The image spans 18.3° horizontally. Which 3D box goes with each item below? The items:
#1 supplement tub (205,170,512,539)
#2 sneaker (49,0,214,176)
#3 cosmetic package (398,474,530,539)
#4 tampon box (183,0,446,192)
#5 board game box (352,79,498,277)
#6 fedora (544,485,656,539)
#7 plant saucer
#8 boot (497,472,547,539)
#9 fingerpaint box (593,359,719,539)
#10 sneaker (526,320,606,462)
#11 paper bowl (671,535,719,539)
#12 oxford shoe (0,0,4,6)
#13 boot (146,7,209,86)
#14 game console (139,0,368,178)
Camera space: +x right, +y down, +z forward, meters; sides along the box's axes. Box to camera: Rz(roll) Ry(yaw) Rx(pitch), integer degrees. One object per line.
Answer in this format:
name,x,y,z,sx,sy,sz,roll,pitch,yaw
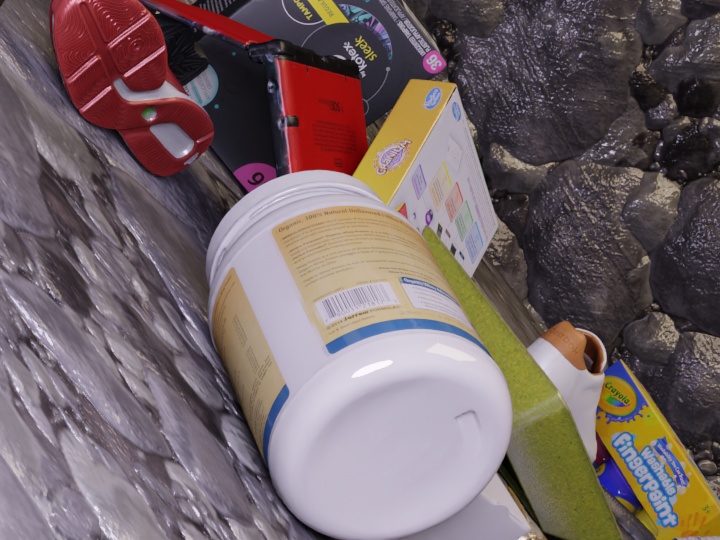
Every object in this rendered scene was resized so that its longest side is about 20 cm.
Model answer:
supplement tub,-0.007,0.046,1.313,0.145,0.145,0.200,48,10,-40
sneaker,-0.178,-0.151,1.504,0.116,0.078,0.200,48,-9,33
cosmetic package,0.015,0.101,1.443,0.200,0.085,0.108,59,9,34
tampon box,-0.055,-0.184,1.875,0.150,0.200,0.126,50,8,-20
board game box,0.031,-0.017,1.629,0.040,0.200,0.153,9,-40,28
fedora,0.140,0.188,1.768,0.201,0.092,0.201,42,-2,2
plant saucer,0.100,0.095,1.599,0.200,0.048,0.200,53,-7,41
boot,0.066,0.160,1.541,0.155,0.073,0.200,49,7,-40
fingerpaint box,0.215,0.203,1.941,0.073,0.167,0.200,47,10,-44
sneaker,0.174,0.100,1.803,0.073,0.085,0.200,40,-8,23
paper bowl,0.263,0.312,1.777,0.201,0.104,0.201,1,90,-89
oxford shoe,-0.225,-0.196,1.295,0.073,0.084,0.200,47,8,-33
boot,-0.202,-0.240,1.720,0.200,0.066,0.165,58,-1,8
game console,-0.077,-0.118,1.608,0.200,0.118,0.173,-3,86,-74
